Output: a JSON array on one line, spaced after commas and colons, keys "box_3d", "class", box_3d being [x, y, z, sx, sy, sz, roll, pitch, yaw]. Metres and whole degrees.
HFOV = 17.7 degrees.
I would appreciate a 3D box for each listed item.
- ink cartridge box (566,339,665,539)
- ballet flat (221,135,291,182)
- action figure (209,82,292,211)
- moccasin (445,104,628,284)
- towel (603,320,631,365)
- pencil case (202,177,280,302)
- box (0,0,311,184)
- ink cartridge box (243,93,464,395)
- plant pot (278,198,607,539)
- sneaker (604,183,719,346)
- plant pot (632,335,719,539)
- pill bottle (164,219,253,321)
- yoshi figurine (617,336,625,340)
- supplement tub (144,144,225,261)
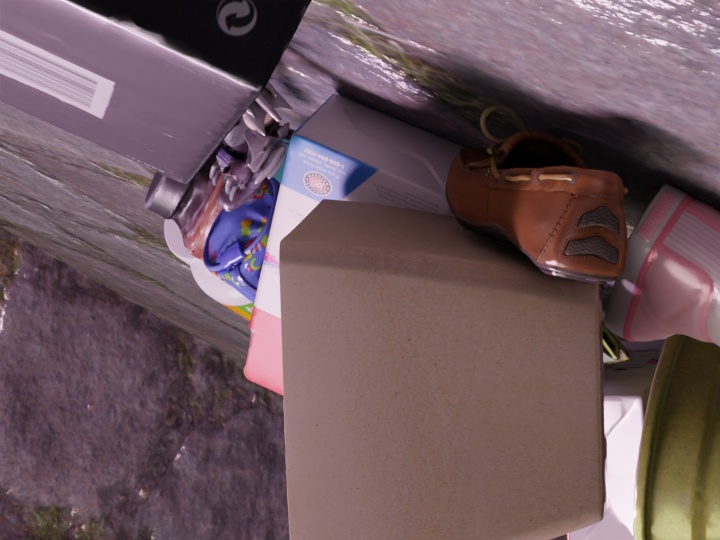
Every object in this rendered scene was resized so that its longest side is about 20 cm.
[{"box_3d": [0.201, 0.118, 1.641, 0.067, 0.117, 0.200, -2, -169, 23], "class": "ink cartridge box"}, {"box_3d": [-0.012, -0.053, 1.686, 0.199, 0.068, 0.075, 15, 178, 37], "class": "ballet flat"}, {"box_3d": [-0.091, -0.105, 1.475, 0.130, 0.069, 0.200, 54, 177, 14], "class": "action figure"}, {"box_3d": [0.098, -0.049, 1.306, 0.073, 0.078, 0.201, 10, -172, -12], "class": "moccasin"}, {"box_3d": [0.078, 0.005, 1.570, 0.200, 0.023, 0.143, 49, 145, -17], "class": "towel"}, {"box_3d": [-0.018, 0.020, 1.636, 0.200, 0.087, 0.078, 38, 129, -23], "class": "pencil case"}, {"box_3d": [-0.049, -0.145, 0.622, 0.123, 0.199, 0.200, 23, 173, -7], "class": "box"}, {"box_3d": [0.000, 0.000, 1.513, 0.116, 0.201, 0.067, 24, -144, 13], "class": "ink cartridge box"}, {"box_3d": [0.056, 0.068, 1.353, 0.176, 0.201, 0.200, 0, -171, 7], "class": "plant pot"}, {"box_3d": [0.207, 0.017, 1.378, 0.104, 0.076, 0.200, 29, 169, 10], "class": "sneaker"}, {"box_3d": [0.296, 0.126, 1.518, 0.183, 0.202, 0.200, 9, 167, 23], "class": "plant pot"}, {"box_3d": [-0.078, -0.010, 1.991, 0.111, 0.112, 0.200, 19, 170, 40], "class": "pill bottle"}, {"box_3d": [0.167, 0.093, 1.771, 0.112, 0.113, 0.200, 38, -171, 9], "class": "yoshi figurine"}, {"box_3d": [-0.064, -0.037, 1.787, 0.199, 0.107, 0.107, 27, 172, -12], "class": "supplement tub"}]
